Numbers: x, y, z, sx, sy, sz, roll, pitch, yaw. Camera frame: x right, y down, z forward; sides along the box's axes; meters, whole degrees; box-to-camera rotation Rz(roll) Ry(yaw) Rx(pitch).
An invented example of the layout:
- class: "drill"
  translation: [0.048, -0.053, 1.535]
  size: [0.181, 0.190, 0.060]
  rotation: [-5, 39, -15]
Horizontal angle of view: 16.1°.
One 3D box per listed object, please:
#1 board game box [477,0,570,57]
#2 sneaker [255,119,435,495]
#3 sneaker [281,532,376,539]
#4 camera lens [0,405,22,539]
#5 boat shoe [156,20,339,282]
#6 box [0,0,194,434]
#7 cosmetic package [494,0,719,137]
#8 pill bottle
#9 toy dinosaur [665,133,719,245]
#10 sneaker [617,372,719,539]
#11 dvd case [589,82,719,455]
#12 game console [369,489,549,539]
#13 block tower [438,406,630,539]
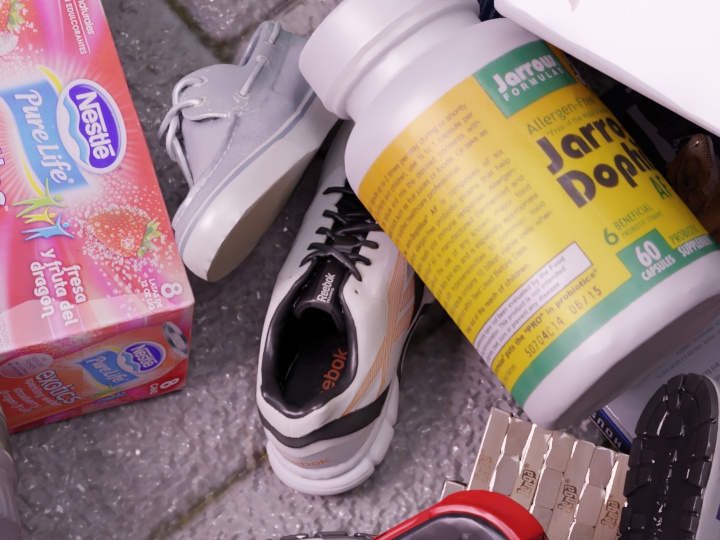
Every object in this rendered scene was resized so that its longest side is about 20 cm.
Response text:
- class: "board game box"
  translation: [0.103, -0.172, 1.231]
  size: [0.062, 0.200, 0.200]
  rotation: [37, 53, 12]
- class: "sneaker"
  translation: [0.000, 0.000, 1.171]
  size: [0.074, 0.080, 0.200]
  rotation: [6, 67, 15]
- class: "sneaker"
  translation: [0.036, 0.173, 1.106]
  size: [0.200, 0.076, 0.088]
  rotation: [12, 71, 0]
- class: "camera lens"
  translation: [-0.244, 0.046, 1.094]
  size: [0.160, 0.160, 0.200]
  rotation: [-18, 69, -13]
- class: "boat shoe"
  translation: [-0.058, -0.060, 1.169]
  size: [0.071, 0.070, 0.201]
  rotation: [32, 29, -1]
- class: "box"
  translation: [-0.149, -0.040, 1.176]
  size: [0.095, 0.103, 0.200]
  rotation: [-14, 67, -13]
- class: "cosmetic package"
  translation: [0.191, -0.144, 1.107]
  size: [0.165, 0.200, 0.165]
  rotation: [32, 105, 18]
- class: "pill bottle"
  translation: [0.064, -0.039, 1.121]
  size: [0.113, 0.113, 0.200]
  rotation: [-33, 77, -18]
- class: "toy dinosaur"
  translation: [0.218, 0.017, 1.195]
  size: [0.106, 0.060, 0.200]
  rotation: [-34, 86, -8]
- class: "sneaker"
  translation: [0.150, 0.150, 1.063]
  size: [0.087, 0.076, 0.200]
  rotation: [20, 82, -25]
- class: "dvd case"
  translation: [0.153, 0.009, 1.224]
  size: [0.150, 0.025, 0.200]
  rotation: [-34, 74, -18]
- class: "game console"
  translation: [0.020, 0.202, 1.049]
  size: [0.200, 0.031, 0.177]
  rotation: [-31, 82, 26]
- class: "block tower"
  translation: [0.137, 0.116, 1.140]
  size: [0.200, 0.054, 0.058]
  rotation: [17, 86, 8]
